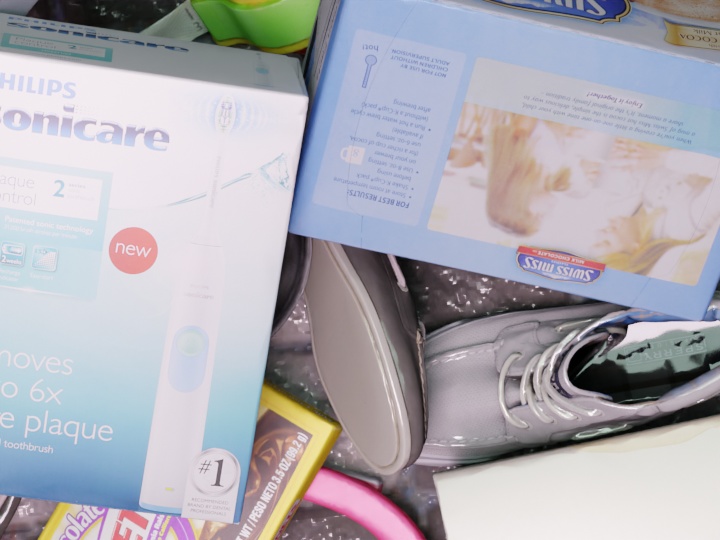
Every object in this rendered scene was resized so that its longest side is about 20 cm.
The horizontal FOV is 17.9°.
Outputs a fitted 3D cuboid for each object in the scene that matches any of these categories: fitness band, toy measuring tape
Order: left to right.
[{"bbox_3d":[-0.064,-0.120,1.126,0.200,0.074,0.074,-35,82,-1],"label":"toy measuring tape"},{"bbox_3d":[-0.055,0.161,1.125,0.199,0.037,0.144,11,87,10],"label":"fitness band"}]

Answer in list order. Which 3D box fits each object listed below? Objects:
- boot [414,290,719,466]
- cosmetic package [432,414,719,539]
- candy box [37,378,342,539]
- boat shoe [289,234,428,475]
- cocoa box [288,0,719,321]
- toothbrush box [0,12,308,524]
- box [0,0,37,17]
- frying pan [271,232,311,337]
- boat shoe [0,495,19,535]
[{"bbox_3d":[0.092,0.046,1.083,0.199,0.096,0.074,-15,84,6],"label":"boot"},{"bbox_3d":[0.141,0.109,1.069,0.199,0.104,0.073,-11,83,5],"label":"cosmetic package"},{"bbox_3d":[-0.101,0.136,1.103,0.102,0.026,0.200,30,92,12],"label":"candy box"},{"bbox_3d":[0.000,0.000,1.101,0.057,0.067,0.200,-11,67,-32],"label":"boat shoe"},{"bbox_3d":[0.077,-0.081,1.034,0.199,0.131,0.134,12,122,-6],"label":"cocoa box"},{"bbox_3d":[-0.110,-0.002,1.011,0.146,0.085,0.201,9,106,-7],"label":"toothbrush box"},{"bbox_3d":[-0.188,-0.185,1.088,0.156,0.041,0.200,-47,37,20],"label":"box"},{"bbox_3d":[-0.113,-0.026,1.062,0.190,0.031,0.115,26,96,-16],"label":"frying pan"},{"bbox_3d":[-0.177,0.097,1.120,0.057,0.067,0.200,34,94,-15],"label":"boat shoe"}]
